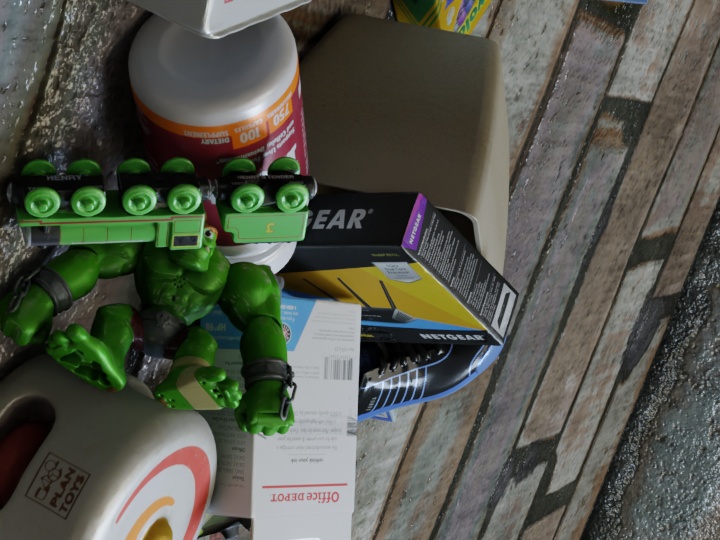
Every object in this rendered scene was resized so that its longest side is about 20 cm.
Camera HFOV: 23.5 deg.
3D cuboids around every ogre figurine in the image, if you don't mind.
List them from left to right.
[{"bbox_3d":[-0.132,0.027,1.155,0.099,0.198,0.121,89,13,-53],"label":"ogre figurine"}]

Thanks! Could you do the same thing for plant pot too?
[{"bbox_3d":[0.031,-0.090,1.399,0.200,0.198,0.178,73,33,-61],"label":"plant pot"}]

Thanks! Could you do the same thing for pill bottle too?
[{"bbox_3d":[-0.092,-0.084,1.193,0.113,0.112,0.201,-53,156,-30],"label":"pill bottle"}]

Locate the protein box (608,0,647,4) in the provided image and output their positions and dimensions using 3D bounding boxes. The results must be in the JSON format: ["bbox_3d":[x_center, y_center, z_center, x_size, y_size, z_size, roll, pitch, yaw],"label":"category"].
[{"bbox_3d":[0.137,-0.320,1.352,0.199,0.134,0.201,-6,108,-51],"label":"protein box"}]

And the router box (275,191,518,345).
[{"bbox_3d":[0.000,0.000,1.328,0.149,0.199,0.051,43,59,-41],"label":"router box"}]

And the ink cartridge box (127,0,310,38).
[{"bbox_3d":[-0.074,-0.264,1.078,0.145,0.083,0.202,-33,142,-55],"label":"ink cartridge box"}]

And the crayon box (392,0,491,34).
[{"bbox_3d":[0.079,-0.269,1.497,0.126,0.051,0.200,-58,159,-19],"label":"crayon box"}]

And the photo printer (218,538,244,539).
[{"bbox_3d":[-0.142,0.303,1.323,0.199,0.069,0.168,-26,132,-20],"label":"photo printer"}]

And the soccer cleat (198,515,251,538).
[{"bbox_3d":[-0.150,0.193,1.450,0.199,0.084,0.065,-9,159,-49],"label":"soccer cleat"}]

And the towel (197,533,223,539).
[{"bbox_3d":[-0.179,0.283,1.520,0.200,0.022,0.148,-27,137,-60],"label":"towel"}]

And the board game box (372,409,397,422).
[{"bbox_3d":[0.021,0.009,1.600,0.200,0.043,0.201,71,31,-61],"label":"board game box"}]

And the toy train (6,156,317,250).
[{"bbox_3d":[-0.125,-0.041,1.103,0.042,0.198,0.057,-109,-157,-47],"label":"toy train"}]

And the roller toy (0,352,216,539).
[{"bbox_3d":[-0.190,0.161,1.186,0.200,0.139,0.184,-36,144,-52],"label":"roller toy"}]

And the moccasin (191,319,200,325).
[{"bbox_3d":[-0.101,0.057,1.389,0.081,0.068,0.200,-64,160,-3],"label":"moccasin"}]

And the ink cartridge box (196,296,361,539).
[{"bbox_3d":[-0.063,0.121,1.285,0.115,0.066,0.202,7,85,-49],"label":"ink cartridge box"}]

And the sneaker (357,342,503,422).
[{"bbox_3d":[0.027,0.077,1.451,0.199,0.071,0.078,-26,158,6],"label":"sneaker"}]
